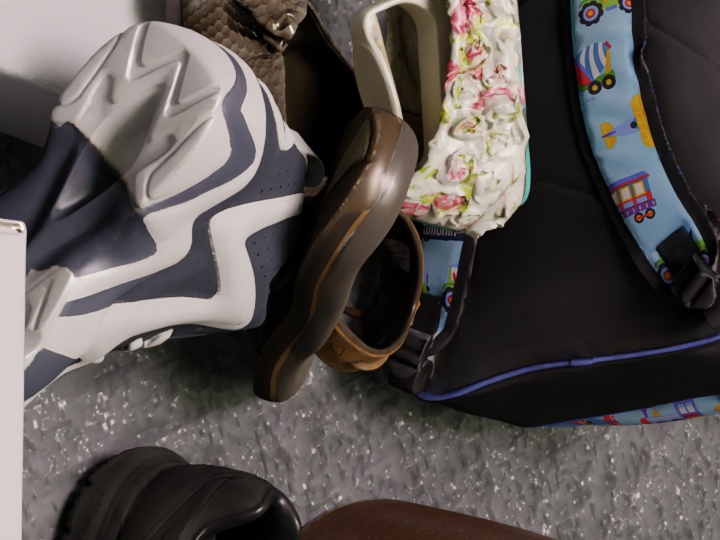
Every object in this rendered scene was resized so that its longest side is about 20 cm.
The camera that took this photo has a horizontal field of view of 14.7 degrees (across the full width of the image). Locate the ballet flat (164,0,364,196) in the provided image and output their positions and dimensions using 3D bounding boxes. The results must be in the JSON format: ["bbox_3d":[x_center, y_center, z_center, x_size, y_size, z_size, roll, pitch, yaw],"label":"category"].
[{"bbox_3d":[-0.023,-0.071,1.055,0.200,0.046,0.067,56,41,-65],"label":"ballet flat"}]

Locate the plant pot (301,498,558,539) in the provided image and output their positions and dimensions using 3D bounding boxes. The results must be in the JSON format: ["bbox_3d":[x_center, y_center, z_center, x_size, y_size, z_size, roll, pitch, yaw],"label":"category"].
[{"bbox_3d":[0.078,0.183,1.086,0.187,0.200,0.187,4,85,-45],"label":"plant pot"}]

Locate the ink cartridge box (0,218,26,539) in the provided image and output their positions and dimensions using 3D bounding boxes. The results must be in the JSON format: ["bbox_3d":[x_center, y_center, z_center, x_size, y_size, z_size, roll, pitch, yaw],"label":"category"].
[{"bbox_3d":[-0.189,0.059,0.824,0.083,0.200,0.147,4,85,-45],"label":"ink cartridge box"}]

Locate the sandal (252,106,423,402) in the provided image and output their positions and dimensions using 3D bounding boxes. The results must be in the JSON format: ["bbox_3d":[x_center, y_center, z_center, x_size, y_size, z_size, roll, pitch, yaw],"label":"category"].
[{"bbox_3d":[0.000,0.000,1.035,0.055,0.200,0.082,18,64,-6],"label":"sandal"}]

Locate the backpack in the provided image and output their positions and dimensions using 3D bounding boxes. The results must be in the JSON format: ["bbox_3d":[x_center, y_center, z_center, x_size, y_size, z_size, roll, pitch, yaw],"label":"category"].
[{"bbox_3d":[0.102,-0.045,1.151,0.134,0.182,0.200,20,62,-51],"label":"backpack"}]

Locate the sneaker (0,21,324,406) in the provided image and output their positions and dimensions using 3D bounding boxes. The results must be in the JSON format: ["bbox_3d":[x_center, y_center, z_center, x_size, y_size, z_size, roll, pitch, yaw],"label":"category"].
[{"bbox_3d":[-0.091,0.009,0.976,0.199,0.079,0.130,-50,148,8],"label":"sneaker"}]

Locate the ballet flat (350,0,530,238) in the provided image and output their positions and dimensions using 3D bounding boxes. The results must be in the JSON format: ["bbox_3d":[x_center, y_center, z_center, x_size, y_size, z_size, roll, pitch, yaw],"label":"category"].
[{"bbox_3d":[0.026,-0.111,1.067,0.064,0.076,0.200,-6,89,-29],"label":"ballet flat"}]

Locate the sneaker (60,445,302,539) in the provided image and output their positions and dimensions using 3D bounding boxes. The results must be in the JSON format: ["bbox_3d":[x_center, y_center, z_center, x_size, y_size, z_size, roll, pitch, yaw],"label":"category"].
[{"bbox_3d":[-0.079,0.159,1.008,0.076,0.091,0.200,28,70,-43],"label":"sneaker"}]

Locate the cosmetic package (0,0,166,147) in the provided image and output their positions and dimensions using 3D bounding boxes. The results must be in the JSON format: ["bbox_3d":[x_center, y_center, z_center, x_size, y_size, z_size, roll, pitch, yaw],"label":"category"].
[{"bbox_3d":[-0.109,-0.154,1.008,0.101,0.071,0.200,22,72,-44],"label":"cosmetic package"}]
